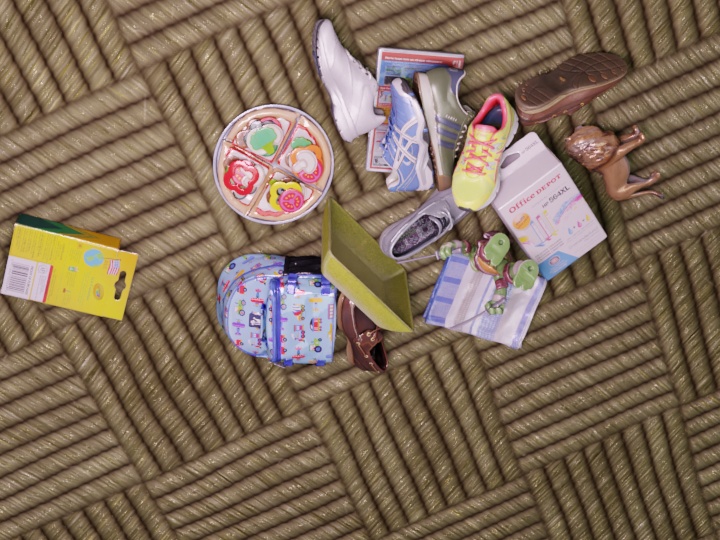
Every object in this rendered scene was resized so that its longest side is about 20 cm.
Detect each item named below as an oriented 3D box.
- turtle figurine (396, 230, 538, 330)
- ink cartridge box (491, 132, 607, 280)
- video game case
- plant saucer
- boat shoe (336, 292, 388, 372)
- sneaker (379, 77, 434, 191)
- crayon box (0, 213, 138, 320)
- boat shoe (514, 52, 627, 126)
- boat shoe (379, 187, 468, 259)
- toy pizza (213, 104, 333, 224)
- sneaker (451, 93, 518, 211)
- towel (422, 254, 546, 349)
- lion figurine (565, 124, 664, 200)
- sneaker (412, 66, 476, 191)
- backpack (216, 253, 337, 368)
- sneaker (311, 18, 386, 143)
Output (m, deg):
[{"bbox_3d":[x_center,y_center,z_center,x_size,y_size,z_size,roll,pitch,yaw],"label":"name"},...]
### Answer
[{"bbox_3d":[0.193,0.014,1.616,0.197,0.194,0.146,-18,90,-16],"label":"turtle figurine"},{"bbox_3d":[0.290,-0.113,1.630,0.128,0.126,0.200,-36,122,8],"label":"ink cartridge box"},{"bbox_3d":[0.087,-0.257,1.608,0.141,0.017,0.203,2,113,-10],"label":"video game case"},{"bbox_3d":[0.000,0.000,1.607,0.048,0.201,0.200,-38,114,18],"label":"plant saucer"},{"bbox_3d":[0.010,0.103,1.684,0.071,0.070,0.201,-54,150,-27],"label":"boat shoe"},{"bbox_3d":[0.068,-0.207,1.563,0.076,0.076,0.202,-13,124,-3],"label":"sneaker"},{"bbox_3d":[-0.470,-0.003,1.605,0.197,0.051,0.128,15,110,-15],"label":"crayon box"},{"bbox_3d":[0.341,-0.295,1.614,0.198,0.073,0.068,-23,148,-8],"label":"boat shoe"},{"bbox_3d":[0.124,-0.081,1.655,0.200,0.072,0.070,-35,114,-1],"label":"boat shoe"},{"bbox_3d":[-0.140,-0.167,1.601,0.197,0.032,0.203,-3,113,-8],"label":"toy pizza"},{"bbox_3d":[0.189,-0.190,1.554,0.077,0.090,0.202,13,73,19],"label":"sneaker"},{"bbox_3d":[0.223,0.054,1.760,0.197,0.024,0.149,16,109,-15],"label":"towel"},{"bbox_3d":[0.433,-0.172,1.674,0.121,0.073,0.201,-28,119,11],"label":"lion figurine"},{"bbox_3d":[0.146,-0.230,1.582,0.089,0.067,0.203,-16,116,-4],"label":"sneaker"},{"bbox_3d":[-0.142,0.066,1.646,0.197,0.135,0.185,4,111,-8],"label":"backpack"},{"bbox_3d":[-0.021,-0.303,1.543,0.086,0.075,0.202,-20,123,2],"label":"sneaker"}]
